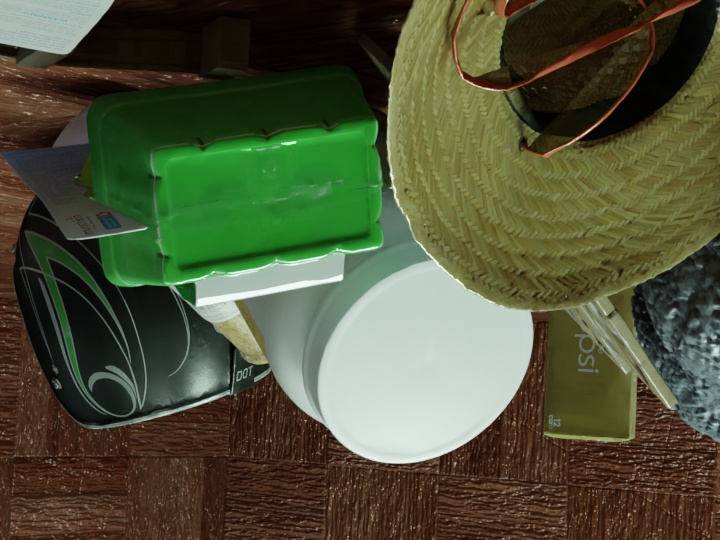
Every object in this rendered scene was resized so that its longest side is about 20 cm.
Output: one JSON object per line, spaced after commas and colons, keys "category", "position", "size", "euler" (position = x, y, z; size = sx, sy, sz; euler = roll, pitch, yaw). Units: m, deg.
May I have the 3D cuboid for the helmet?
{"category": "helmet", "position": [-0.159, 0.002, 1.057], "size": [0.197, 0.193, 0.200], "euler": [-15, -174, 2]}

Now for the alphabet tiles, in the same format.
{"category": "alphabet tiles", "position": [0.077, -0.018, 0.678], "size": [0.168, 0.008, 0.200], "euler": [51, -178, -35]}

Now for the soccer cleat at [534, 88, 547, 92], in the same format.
{"category": "soccer cleat", "position": [0.079, -0.069, 0.807], "size": [0.077, 0.070, 0.200], "euler": [-15, 175, -25]}

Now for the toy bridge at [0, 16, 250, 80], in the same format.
{"category": "toy bridge", "position": [-0.149, -0.114, 0.681], "size": [0.198, 0.028, 0.067], "euler": [5, 177, -26]}

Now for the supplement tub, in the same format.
{"category": "supplement tub", "position": [0.000, 0.000, 0.809], "size": [0.144, 0.147, 0.200], "euler": [5, -154, -26]}

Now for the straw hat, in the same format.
{"category": "straw hat", "position": [0.071, -0.090, 0.463], "size": [0.199, 0.202, 0.085], "euler": [7, -149, -42]}

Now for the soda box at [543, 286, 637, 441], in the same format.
{"category": "soda box", "position": [0.171, 0.021, 1.040], "size": [0.063, 0.203, 0.068], "euler": [2, 176, 14]}

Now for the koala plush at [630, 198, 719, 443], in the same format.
{"category": "koala plush", "position": [0.175, 0.003, 0.596], "size": [0.184, 0.178, 0.199], "euler": [-48, 159, 19]}

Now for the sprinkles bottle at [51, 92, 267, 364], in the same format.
{"category": "sprinkles bottle", "position": [-0.111, -0.023, 0.920], "size": [0.068, 0.069, 0.200], "euler": [-2, 140, 46]}

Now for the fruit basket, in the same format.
{"category": "fruit basket", "position": [-0.071, -0.047, 0.698], "size": [0.183, 0.095, 0.200], "euler": [-11, -168, -21]}

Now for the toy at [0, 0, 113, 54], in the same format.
{"category": "toy", "position": [-0.119, -0.125, 0.444], "size": [0.114, 0.048, 0.199], "euler": [9, 169, -25]}
